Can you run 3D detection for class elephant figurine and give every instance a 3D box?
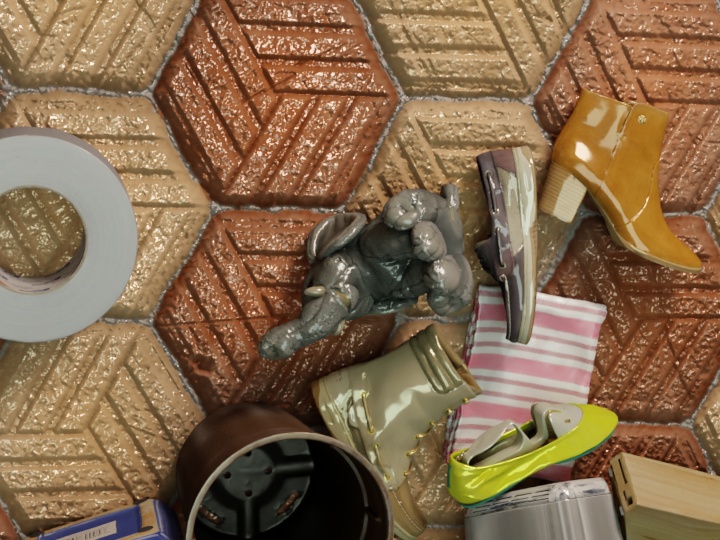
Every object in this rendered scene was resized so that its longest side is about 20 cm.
[{"bbox_3d":[0.000,0.000,1.686,0.200,0.155,0.142,-23,71,21],"label":"elephant figurine"}]

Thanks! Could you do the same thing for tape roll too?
[{"bbox_3d":[-0.315,-0.035,1.640,0.199,0.066,0.201,-2,103,-11],"label":"tape roll"}]

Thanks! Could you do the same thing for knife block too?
[{"bbox_3d":[0.354,0.248,1.795,0.175,0.064,0.200,-14,144,1],"label":"knife block"}]

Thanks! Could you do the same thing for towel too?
[{"bbox_3d":[0.173,0.120,1.794,0.146,0.030,0.201,8,101,-14],"label":"towel"}]

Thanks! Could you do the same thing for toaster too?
[{"bbox_3d":[0.193,0.286,1.753,0.113,0.200,0.130,0,77,-44],"label":"toaster"}]

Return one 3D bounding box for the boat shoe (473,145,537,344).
[{"bbox_3d":[0.146,-0.025,1.733,0.065,0.072,0.201,-1,97,4],"label":"boat shoe"}]

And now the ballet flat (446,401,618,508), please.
[{"bbox_3d":[0.174,0.173,1.748,0.200,0.067,0.067,-25,117,-15],"label":"ballet flat"}]

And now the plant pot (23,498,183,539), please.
[{"bbox_3d":[-0.243,0.340,1.681,0.199,0.200,0.180,-17,99,-7],"label":"plant pot"}]

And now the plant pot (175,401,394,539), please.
[{"bbox_3d":[-0.092,0.225,1.672,0.200,0.198,0.201,-4,103,-17],"label":"plant pot"}]

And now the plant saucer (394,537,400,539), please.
[{"bbox_3d":[-0.008,0.354,1.794,0.199,0.029,0.201,0,112,0],"label":"plant saucer"}]

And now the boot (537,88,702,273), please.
[{"bbox_3d":[0.288,-0.092,1.745,0.201,0.071,0.144,23,96,-15],"label":"boot"}]

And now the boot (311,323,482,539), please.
[{"bbox_3d":[0.060,0.167,1.752,0.155,0.073,0.200,-28,101,6],"label":"boot"}]
